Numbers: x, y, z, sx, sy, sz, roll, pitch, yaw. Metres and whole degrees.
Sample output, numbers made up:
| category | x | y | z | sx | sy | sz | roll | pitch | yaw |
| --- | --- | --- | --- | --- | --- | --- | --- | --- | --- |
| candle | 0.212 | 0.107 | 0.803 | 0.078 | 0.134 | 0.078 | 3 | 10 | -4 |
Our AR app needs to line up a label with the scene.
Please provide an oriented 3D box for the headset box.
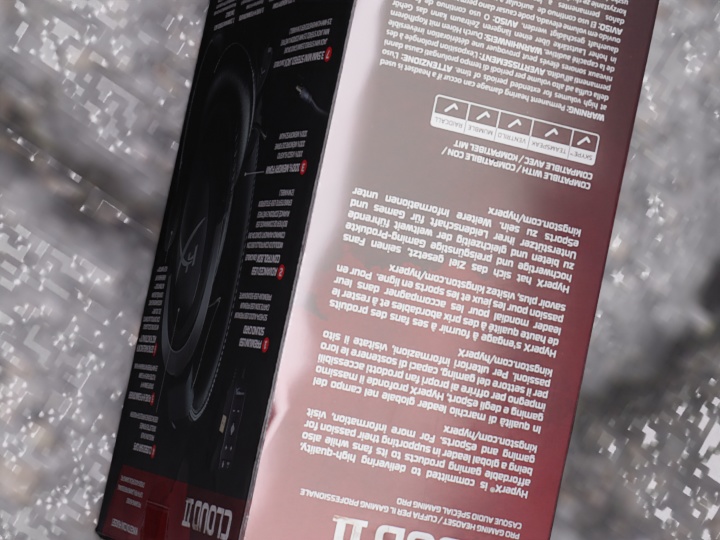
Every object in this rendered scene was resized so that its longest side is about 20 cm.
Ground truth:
| category | x | y | z | sx | sy | sz | roll | pitch | yaw |
| --- | --- | --- | --- | --- | --- | --- | --- | --- | --- |
| headset box | 0.000 | 0.000 | 0.727 | 0.077 | 0.149 | 0.201 | 12 | 86 | -16 |
